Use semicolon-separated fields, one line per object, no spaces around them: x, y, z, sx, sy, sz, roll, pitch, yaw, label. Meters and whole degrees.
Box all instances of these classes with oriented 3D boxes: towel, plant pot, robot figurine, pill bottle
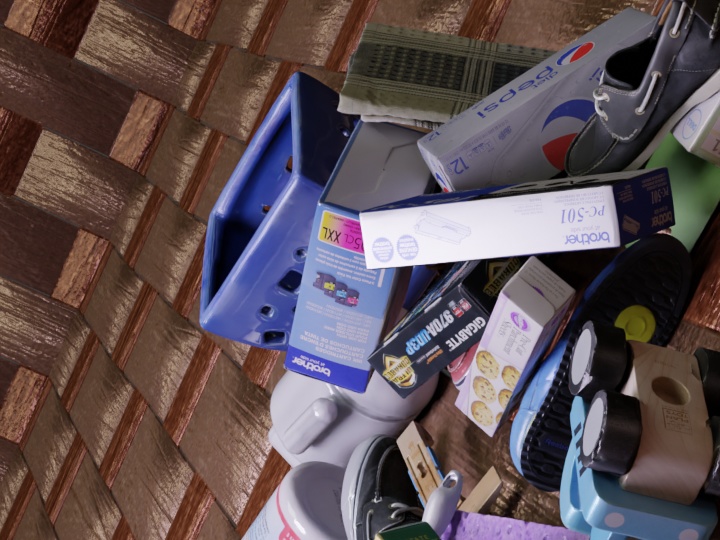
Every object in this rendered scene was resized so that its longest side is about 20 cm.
0.083;-0.148;1.701;0.193;0.198;0.035;-73;-8;-63;towel
-0.029;-0.036;1.961;0.201;0.178;0.201;-57;19;30;plant pot
-0.004;0.103;1.811;0.169;0.113;0.200;-41;-8;-48;robot figurine
-0.063;0.267;1.777;0.201;0.108;0.109;-57;19;29;pill bottle

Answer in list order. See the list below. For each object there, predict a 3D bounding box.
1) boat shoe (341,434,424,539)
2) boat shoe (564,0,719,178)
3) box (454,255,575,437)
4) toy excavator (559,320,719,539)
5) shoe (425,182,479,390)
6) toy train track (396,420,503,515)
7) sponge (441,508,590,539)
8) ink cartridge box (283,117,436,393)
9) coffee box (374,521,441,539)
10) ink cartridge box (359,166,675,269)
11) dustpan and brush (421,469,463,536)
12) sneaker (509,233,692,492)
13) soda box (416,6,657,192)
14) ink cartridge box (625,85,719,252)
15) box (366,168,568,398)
0.030;0.216;1.652;0.071;0.072;0.202;-36;43;43;boat shoe
0.192;-0.128;1.441;0.200;0.067;0.072;-49;26;49;boat shoe
0.106;0.057;1.460;0.039;0.041;0.200;-46;-12;-24;box
0.163;0.164;1.280;0.195;0.099;0.201;-90;15;-52;toy excavator
0.082;0.000;1.721;0.071;0.090;0.202;-39;31;56;shoe
0.069;0.182;1.594;0.115;0.032;0.200;-52;28;15;toy train track
0.094;0.227;1.433;0.199;0.030;0.113;-1;67;61;sponge
0.000;0.000;1.659;0.137;0.076;0.201;-64;-12;-52;ink cartridge box
0.063;0.267;1.297;0.200;0.044;0.124;50;138;41;coffee box
0.108;-0.035;1.438;0.198;0.094;0.045;-6;97;34;ink cartridge box
0.025;0.227;1.456;0.139;0.057;0.202;11;73;35;dustpan and brush
0.160;0.056;1.449;0.201;0.065;0.079;-62;13;14;sneaker
0.146;-0.118;1.567;0.199;0.064;0.068;-33;19;-3;soda box
0.231;-0.099;1.477;0.201;0.048;0.146;-59;18;15;ink cartridge box
0.106;-0.004;1.596;0.200;0.046;0.159;-47;3;-35;box
